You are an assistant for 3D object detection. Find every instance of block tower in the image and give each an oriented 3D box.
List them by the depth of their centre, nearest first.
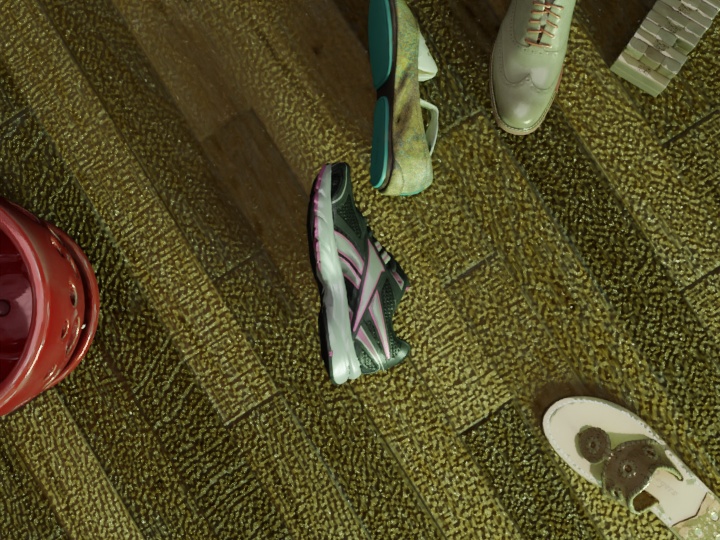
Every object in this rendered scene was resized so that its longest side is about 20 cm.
[{"bbox_3d":[0.315,-0.263,0.843,0.058,0.054,0.200,33,90,4],"label":"block tower"}]

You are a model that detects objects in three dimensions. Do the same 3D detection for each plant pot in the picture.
[{"bbox_3d":[-0.337,0.033,0.798,0.200,0.182,0.201,0,86,4],"label":"plant pot"}]

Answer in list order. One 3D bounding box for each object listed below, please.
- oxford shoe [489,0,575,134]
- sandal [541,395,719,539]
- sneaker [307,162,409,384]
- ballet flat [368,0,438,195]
[{"bbox_3d":[0.162,-0.228,0.841,0.071,0.074,0.201,10,88,4],"label":"oxford shoe"},{"bbox_3d":[0.261,0.187,0.814,0.212,0.070,0.078,39,90,5],"label":"sandal"},{"bbox_3d":[0.000,0.000,0.841,0.086,0.080,0.201,-7,94,-9],"label":"sneaker"},{"bbox_3d":[0.042,-0.169,0.856,0.070,0.071,0.201,-1,86,4],"label":"ballet flat"}]
